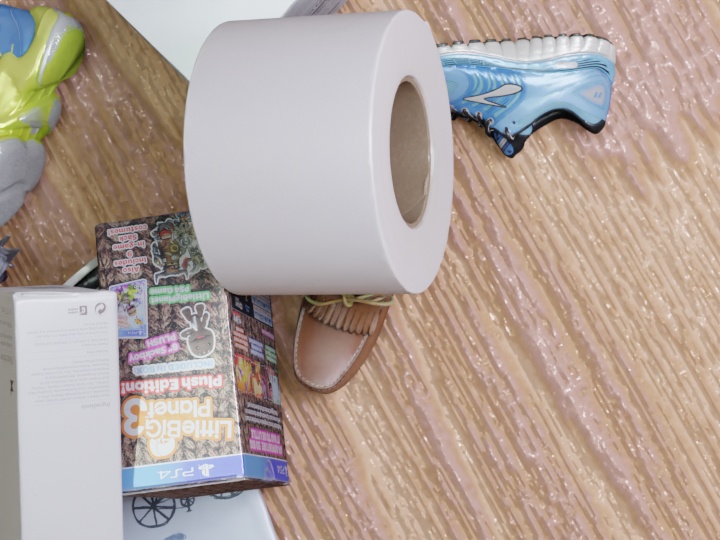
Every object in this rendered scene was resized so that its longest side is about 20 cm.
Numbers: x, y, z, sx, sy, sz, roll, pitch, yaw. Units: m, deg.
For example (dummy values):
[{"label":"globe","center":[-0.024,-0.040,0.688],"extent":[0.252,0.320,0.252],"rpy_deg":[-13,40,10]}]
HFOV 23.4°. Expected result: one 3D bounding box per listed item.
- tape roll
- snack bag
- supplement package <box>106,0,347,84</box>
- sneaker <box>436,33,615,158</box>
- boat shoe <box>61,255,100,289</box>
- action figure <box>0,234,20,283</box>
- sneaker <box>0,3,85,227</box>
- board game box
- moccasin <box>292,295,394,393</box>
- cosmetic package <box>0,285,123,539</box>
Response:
[{"label":"tape roll","center":[-0.025,-0.082,1.244],"extent":[0.139,0.203,0.204],"rpy_deg":[-2,87,19]},{"label":"snack bag","center":[-0.166,0.208,1.402],"extent":[0.188,0.021,0.201],"rpy_deg":[-21,81,6]},{"label":"supplement package","center":[-0.095,-0.250,1.368],"extent":[0.156,0.111,0.200],"rpy_deg":[45,93,8]},{"label":"sneaker","center":[0.100,-0.132,1.351],"extent":[0.199,0.078,0.090],"rpy_deg":[-4,90,9]},{"label":"boat shoe","center":[-0.234,0.065,1.366],"extent":[0.060,0.074,0.200],"rpy_deg":[43,119,7]},{"label":"action figure","center":[-0.315,0.044,1.367],"extent":[0.069,0.200,0.130],"rpy_deg":[19,120,-26]},{"label":"sneaker","center":[-0.304,-0.128,1.419],"extent":[0.105,0.076,0.201],"rpy_deg":[23,82,20]},{"label":"board game box","center":[-0.125,0.068,1.320],"extent":[0.096,0.159,0.201],"rpy_deg":[-8,80,8]},{"label":"moccasin","center":[0.001,0.001,1.357],"extent":[0.073,0.078,0.202],"rpy_deg":[30,92,8]},{"label":"cosmetic package","center":[-0.226,0.112,1.246],"extent":[0.081,0.113,0.201],"rpy_deg":[-1,91,-29]}]
